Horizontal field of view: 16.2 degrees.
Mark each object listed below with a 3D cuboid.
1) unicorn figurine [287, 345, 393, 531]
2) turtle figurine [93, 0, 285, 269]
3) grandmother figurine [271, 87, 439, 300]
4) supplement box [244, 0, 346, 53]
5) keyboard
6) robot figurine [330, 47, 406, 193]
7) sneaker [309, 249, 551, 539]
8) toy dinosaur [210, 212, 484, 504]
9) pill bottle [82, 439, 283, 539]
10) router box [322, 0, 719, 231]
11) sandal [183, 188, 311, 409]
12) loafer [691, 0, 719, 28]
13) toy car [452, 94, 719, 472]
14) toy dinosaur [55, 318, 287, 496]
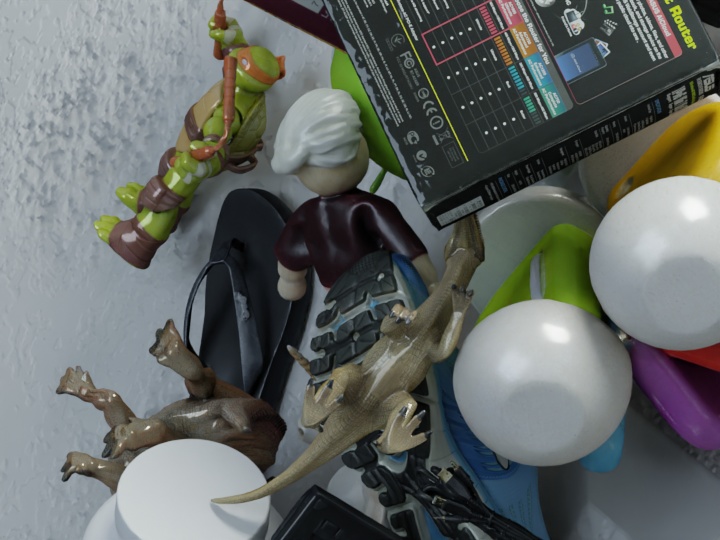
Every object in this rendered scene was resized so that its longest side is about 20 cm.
[{"bbox_3d":[0.000,0.145,1.343,0.137,0.074,0.200,-41,78,40],"label":"unicorn figurine"},{"bbox_3d":[-0.089,-0.084,1.510,0.161,0.064,0.200,-51,20,30],"label":"turtle figurine"},{"bbox_3d":[0.000,0.000,1.344,0.121,0.061,0.201,-4,111,35],"label":"grandmother figurine"},{"bbox_3d":[-0.019,-0.223,1.355,0.110,0.085,0.200,-52,25,27],"label":"supplement box"},{"bbox_3d":[0.054,0.163,1.231,0.127,0.200,0.021,-53,11,25],"label":"keyboard"},{"bbox_3d":[0.067,-0.121,1.340,0.200,0.115,0.176,-33,56,33],"label":"robot figurine"},{"bbox_3d":[0.042,0.084,1.291,0.078,0.090,0.201,-17,94,41],"label":"sneaker"},{"bbox_3d":[0.006,0.059,1.188,0.058,0.101,0.200,39,99,0],"label":"toy dinosaur"},{"bbox_3d":[-0.092,0.183,1.314,0.113,0.112,0.201,55,151,38],"label":"pill bottle"},{"bbox_3d":[0.057,-0.140,1.160,0.149,0.062,0.201,-26,78,4],"label":"router box"},{"bbox_3d":[-0.075,0.048,1.477,0.076,0.043,0.201,-1,77,43],"label":"sandal"},{"bbox_3d":[0.131,-0.177,1.230,0.070,0.200,0.068,122,165,-52],"label":"loafer"},{"bbox_3d":[0.140,0.018,1.214,0.200,0.150,0.175,-42,19,22],"label":"toy car"},{"bbox_3d":[-0.087,0.102,1.381,0.200,0.135,0.086,-29,39,47],"label":"toy dinosaur"}]
